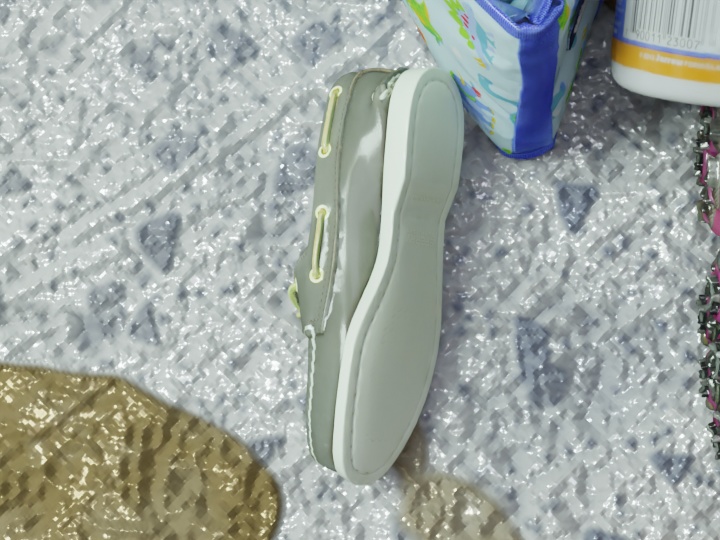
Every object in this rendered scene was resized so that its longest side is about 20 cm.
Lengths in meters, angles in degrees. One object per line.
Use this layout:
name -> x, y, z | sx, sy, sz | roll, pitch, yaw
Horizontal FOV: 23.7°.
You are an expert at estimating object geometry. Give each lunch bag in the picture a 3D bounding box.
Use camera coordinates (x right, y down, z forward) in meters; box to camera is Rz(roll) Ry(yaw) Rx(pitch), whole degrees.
lunch bag -> 0.062, -0.170, 0.815 | 0.127, 0.170, 0.201 | -10, 74, 3

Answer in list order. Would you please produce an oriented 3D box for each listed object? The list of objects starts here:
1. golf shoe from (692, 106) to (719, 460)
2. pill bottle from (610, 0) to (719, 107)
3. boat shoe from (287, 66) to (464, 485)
golf shoe -> 0.205, 0.004, 0.806 | 0.092, 0.073, 0.201 | 3, 75, 4
pill bottle -> 0.175, -0.176, 0.754 | 0.112, 0.112, 0.201 | 6, 104, 7
boat shoe -> 0.002, 0.001, 0.829 | 0.060, 0.072, 0.202 | 7, 84, 33
